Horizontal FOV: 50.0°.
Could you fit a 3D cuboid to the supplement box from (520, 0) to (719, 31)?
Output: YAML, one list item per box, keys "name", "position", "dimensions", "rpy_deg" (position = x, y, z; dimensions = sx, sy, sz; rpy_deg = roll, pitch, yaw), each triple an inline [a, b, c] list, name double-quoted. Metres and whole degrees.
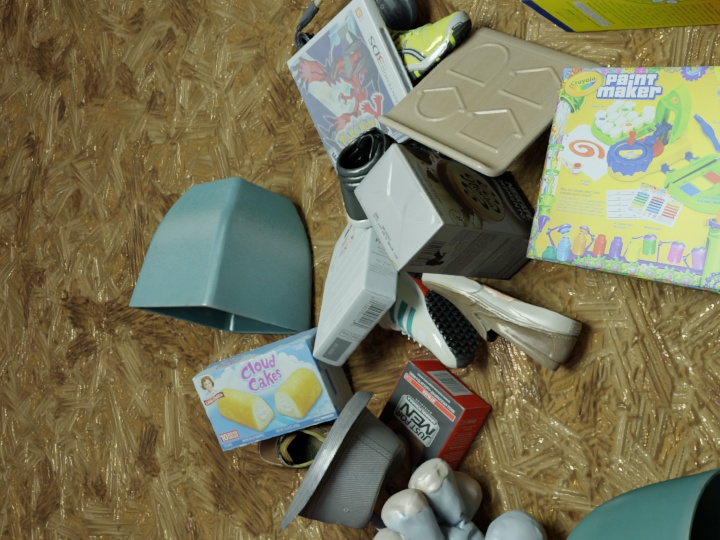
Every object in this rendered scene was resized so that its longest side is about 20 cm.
- name: "supplement box"
  position: [0.281, -0.316, 0.781]
  dimensions: [0.199, 0.109, 0.110]
  rpy_deg: [12, 93, 43]

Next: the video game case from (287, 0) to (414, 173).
- name: "video game case"
  position: [-0.009, -0.235, 1.020]
  dimensions: [0.200, 0.023, 0.183]
  rpy_deg: [-21, 95, 56]

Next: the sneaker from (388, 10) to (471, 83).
- name: "sneaker"
  position: [0.055, -0.277, 0.985]
  dimensions: [0.199, 0.075, 0.077]
  rpy_deg: [-26, 100, 43]

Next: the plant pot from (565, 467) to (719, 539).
- name: "plant pot"
  position: [0.271, 0.280, 0.668]
  dimensions: [0.161, 0.200, 0.202]
  rpy_deg: [-27, 67, 49]

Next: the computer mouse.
- name: "computer mouse"
  position: [-0.005, -0.341, 1.078]
  dimensions: [0.141, 0.046, 0.200]
  rpy_deg: [53, 130, 5]

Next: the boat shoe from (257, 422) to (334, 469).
- name: "boat shoe"
  position: [-0.088, 0.242, 1.082]
  dimensions: [0.199, 0.068, 0.072]
  rpy_deg: [-18, 74, 41]

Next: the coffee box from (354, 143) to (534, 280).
- name: "coffee box"
  position: [0.105, -0.060, 0.851]
  dimensions: [0.080, 0.199, 0.113]
  rpy_deg: [-47, 57, 32]

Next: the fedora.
- name: "fedora"
  position: [-0.010, 0.236, 0.894]
  dimensions: [0.090, 0.177, 0.201]
  rpy_deg: [30, 131, 7]

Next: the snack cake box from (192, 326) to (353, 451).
- name: "snack cake box"
  position: [-0.122, 0.164, 1.071]
  dimensions: [0.199, 0.067, 0.116]
  rpy_deg: [-21, 96, 26]

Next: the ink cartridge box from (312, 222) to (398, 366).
- name: "ink cartridge box"
  position: [0.000, 0.000, 0.999]
  dimensions: [0.160, 0.047, 0.201]
  rpy_deg: [125, 161, -46]

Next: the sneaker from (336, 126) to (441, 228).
- name: "sneaker"
  position: [0.059, -0.136, 0.921]
  dimensions: [0.199, 0.099, 0.071]
  rpy_deg: [-30, 45, -3]

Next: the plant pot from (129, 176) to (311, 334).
- name: "plant pot"
  position: [-0.189, -0.023, 1.136]
  dimensions: [0.195, 0.196, 0.201]
  rpy_deg: [-2, 74, 43]

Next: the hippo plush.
- name: "hippo plush"
  position: [0.112, 0.318, 0.826]
  dimensions: [0.160, 0.159, 0.201]
  rpy_deg: [13, 93, 43]

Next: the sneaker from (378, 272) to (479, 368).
- name: "sneaker"
  position: [0.072, 0.057, 0.965]
  dimensions: [0.200, 0.070, 0.094]
  rpy_deg: [58, 133, 33]

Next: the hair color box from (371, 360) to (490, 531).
- name: "hair color box"
  position: [0.065, 0.220, 0.948]
  dimensions: [0.101, 0.061, 0.201]
  rpy_deg: [38, 111, 38]

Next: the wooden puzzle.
- name: "wooden puzzle"
  position: [0.148, -0.191, 0.881]
  dimensions: [0.200, 0.046, 0.185]
  rpy_deg: [-42, 49, -16]

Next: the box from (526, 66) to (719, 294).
- name: "box"
  position: [0.290, -0.085, 0.736]
  dimensions: [0.199, 0.122, 0.194]
  rpy_deg: [14, 95, 43]

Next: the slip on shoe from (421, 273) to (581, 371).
- name: "slip on shoe"
  position: [0.150, 0.051, 0.877]
  dimensions: [0.199, 0.076, 0.061]
  rpy_deg: [22, 94, 29]
